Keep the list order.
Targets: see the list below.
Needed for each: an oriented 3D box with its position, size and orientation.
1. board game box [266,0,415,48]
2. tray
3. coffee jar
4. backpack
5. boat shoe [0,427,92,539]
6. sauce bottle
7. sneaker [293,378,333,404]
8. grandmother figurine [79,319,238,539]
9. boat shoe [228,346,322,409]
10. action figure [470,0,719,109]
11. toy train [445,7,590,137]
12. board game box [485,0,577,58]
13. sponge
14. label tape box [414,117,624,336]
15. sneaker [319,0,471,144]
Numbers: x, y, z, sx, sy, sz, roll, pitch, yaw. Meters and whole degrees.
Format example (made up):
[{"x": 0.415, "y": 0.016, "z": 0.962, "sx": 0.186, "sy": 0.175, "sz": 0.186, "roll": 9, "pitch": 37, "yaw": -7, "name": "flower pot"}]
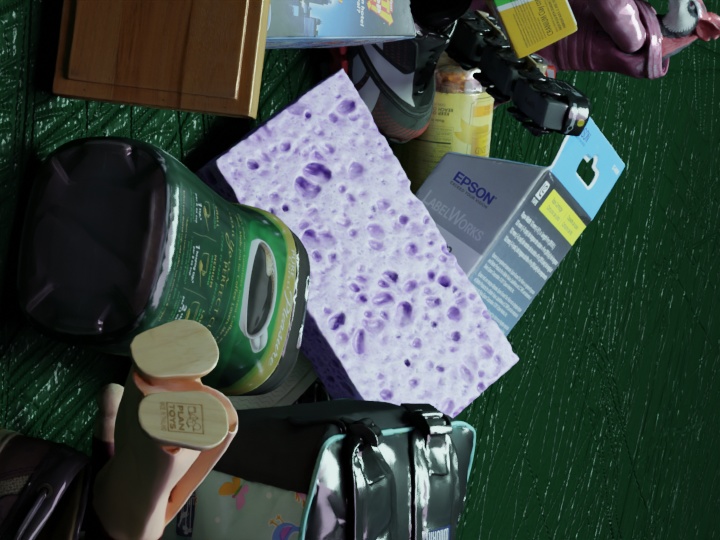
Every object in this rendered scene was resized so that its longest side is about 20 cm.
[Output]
[{"x": -0.038, "y": -0.196, "z": 1.557, "sx": 0.200, "sy": 0.062, "sz": 0.201, "roll": 21, "pitch": 69, "yaw": -61, "name": "board game box"}, {"x": -0.089, "y": -0.179, "z": 1.402, "sx": 0.037, "sy": 0.098, "sz": 0.201, "roll": 18, "pitch": 79, "yaw": -87, "name": "tray"}, {"x": -0.095, "y": 0.003, "z": 1.465, "sx": 0.200, "sy": 0.085, "sz": 0.105, "roll": 31, "pitch": 66, "yaw": -66, "name": "coffee jar"}, {"x": -0.035, "y": 0.170, "z": 1.510, "sx": 0.176, "sy": 0.153, "sz": 0.201, "roll": -4, "pitch": 95, "yaw": -61, "name": "backpack"}, {"x": -0.171, "y": 0.174, "z": 1.350, "sx": 0.073, "sy": 0.065, "sz": 0.201, "roll": 25, "pitch": 72, "yaw": -66, "name": "boat shoe"}, {"x": 0.048, "y": -0.040, "z": 1.846, "sx": 0.066, "sy": 0.066, "sz": 0.201, "roll": -34, "pitch": 132, "yaw": -63, "name": "sauce bottle"}, {"x": -0.019, "y": 0.147, "z": 1.725, "sx": 0.091, "sy": 0.076, "sz": 0.201, "roll": 3, "pitch": 95, "yaw": -73, "name": "sneaker"}, {"x": -0.111, "y": 0.116, "z": 1.402, "sx": 0.200, "sy": 0.060, "sz": 0.122, "roll": 117, "pitch": -21, "yaw": -50, "name": "grandmother figurine"}, {"x": -0.036, "y": 0.017, "z": 1.649, "sx": 0.068, "sy": 0.072, "sz": 0.200, "roll": 111, "pitch": 5, "yaw": -60, "name": "boat shoe"}, {"x": 0.137, "y": -0.153, "z": 1.851, "sx": 0.134, "sy": 0.200, "sz": 0.149, "roll": 31, "pitch": 69, "yaw": -66, "name": "action figure"}, {"x": 0.093, "y": -0.119, "z": 1.705, "sx": 0.200, "sy": 0.046, "sz": 0.034, "roll": -127, "pitch": -130, "yaw": -64, "name": "toy train"}, {"x": 0.053, "y": -0.241, "z": 1.665, "sx": 0.200, "sy": 0.040, "sz": 0.153, "roll": 65, "pitch": 2, "yaw": 41, "name": "board game box"}, {"x": 0.000, "y": 0.000, "z": 1.609, "sx": 0.112, "sy": 0.030, "sz": 0.200, "roll": -38, "pitch": 99, "yaw": -36, "name": "sponge"}, {"x": 0.070, "y": -0.014, "z": 1.750, "sx": 0.200, "sy": 0.066, "sz": 0.143, "roll": -55, "pitch": 162, "yaw": -1, "name": "label tape box"}, {"x": 0.024, "y": -0.142, "z": 1.711, "sx": 0.201, "sy": 0.098, "sz": 0.071, "roll": 70, "pitch": 32, "yaw": -51, "name": "sneaker"}]
